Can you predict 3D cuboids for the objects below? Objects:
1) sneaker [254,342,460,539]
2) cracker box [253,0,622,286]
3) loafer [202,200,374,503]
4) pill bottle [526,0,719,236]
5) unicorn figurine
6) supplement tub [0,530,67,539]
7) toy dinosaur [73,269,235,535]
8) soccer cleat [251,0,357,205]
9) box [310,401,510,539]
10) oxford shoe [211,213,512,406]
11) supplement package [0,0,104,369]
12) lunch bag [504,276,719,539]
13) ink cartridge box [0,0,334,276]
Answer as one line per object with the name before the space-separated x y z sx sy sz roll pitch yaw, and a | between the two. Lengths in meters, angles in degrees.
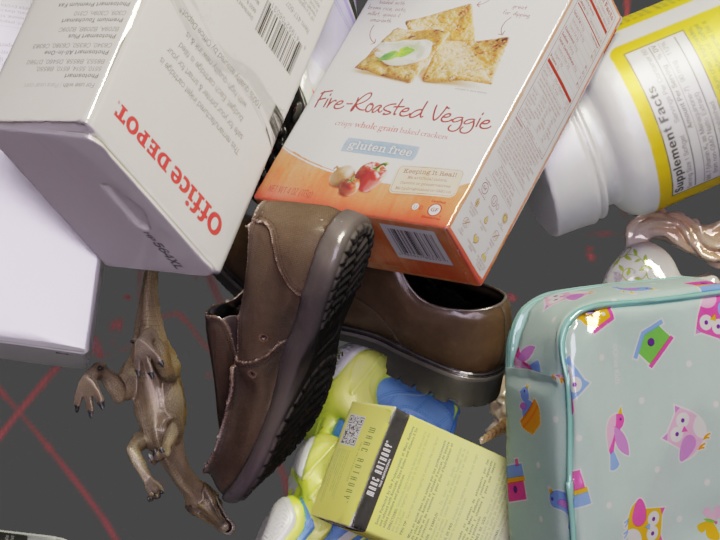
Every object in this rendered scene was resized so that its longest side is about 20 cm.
sneaker | 0.000 0.147 1.715 0.105 0.076 0.201 22 82 -3
cracker box | 0.045 -0.094 1.673 0.134 0.058 0.200 9 57 34
loafer | -0.052 0.039 1.644 0.071 0.073 0.201 28 120 13
pill bottle | 0.186 -0.101 1.737 0.199 0.114 0.115 -22 87 -7
unicorn figurine | 0.158 0.053 1.748 0.137 0.074 0.201 24 66 -2
supplement tub | -0.263 0.200 1.661 0.199 0.123 0.123 7 84 -5
toy dinosaur | -0.121 0.059 1.702 0.058 0.101 0.201 -10 89 17
soccer cleat | -0.028 -0.134 1.734 0.068 0.073 0.201 5 91 31
box | 0.074 0.143 1.695 0.199 0.050 0.076 24 82 -28
oxford shoe | 0.000 0.000 1.710 0.199 0.073 0.085 21 121 13
supplement package | -0.200 -0.052 1.693 0.119 0.121 0.201 7 83 -5
lunch bag | 0.164 0.106 1.667 0.160 0.077 0.201 -8 99 -29
ink cartridge box | -0.107 -0.119 1.607 0.084 0.146 0.201 4 59 34
